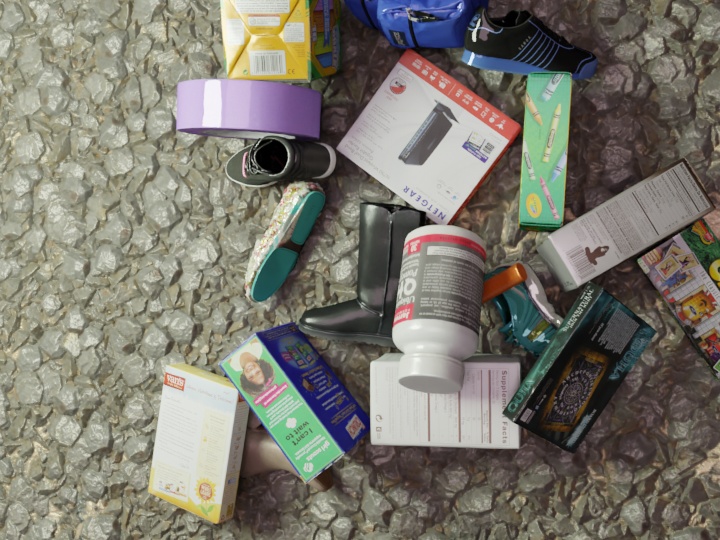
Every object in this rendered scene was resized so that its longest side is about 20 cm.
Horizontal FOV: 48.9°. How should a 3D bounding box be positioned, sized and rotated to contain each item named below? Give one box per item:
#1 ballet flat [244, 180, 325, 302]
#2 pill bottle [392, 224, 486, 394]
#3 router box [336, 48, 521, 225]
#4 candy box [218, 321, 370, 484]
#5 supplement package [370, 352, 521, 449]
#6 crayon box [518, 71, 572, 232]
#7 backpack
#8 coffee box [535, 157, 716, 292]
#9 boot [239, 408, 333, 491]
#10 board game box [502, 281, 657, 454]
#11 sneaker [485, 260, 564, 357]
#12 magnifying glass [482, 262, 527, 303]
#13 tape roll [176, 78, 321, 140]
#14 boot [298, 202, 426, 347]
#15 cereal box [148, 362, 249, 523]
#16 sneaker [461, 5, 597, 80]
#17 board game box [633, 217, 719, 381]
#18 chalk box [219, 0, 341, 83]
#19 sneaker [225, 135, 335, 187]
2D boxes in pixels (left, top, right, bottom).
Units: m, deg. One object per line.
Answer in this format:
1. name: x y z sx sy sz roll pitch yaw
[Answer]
1. ballet flat: -0.119 -0.047 1.184 0.064 0.076 0.200 33 92 41
2. pill bottle: 0.100 0.052 1.017 0.111 0.111 0.200 4 66 12
3. router box: 0.098 -0.187 1.141 0.200 0.049 0.180 37 96 10
4. candy box: -0.084 0.178 1.112 0.077 0.169 0.200 -41 82 12
5. supplement package: 0.122 0.177 1.096 0.200 0.117 0.117 -1 89 11
6. crayon box: 0.249 -0.156 1.074 0.058 0.119 0.200 4 90 12
7. backpack: 0.068 -0.397 1.084 0.200 0.163 0.168 7 77 15
8. coffee box: 0.343 -0.056 1.043 0.200 0.114 0.080 -30 84 1
9. boot: -0.152 0.276 1.183 0.146 0.070 0.200 -38 81 15
10. board game box: 0.283 0.130 1.016 0.135 0.028 0.200 32 93 -34
11. sneaker: 0.232 0.084 1.088 0.080 0.078 0.200 -25 73 -21
12. magnifying glass: 0.147 0.044 1.093 0.200 0.022 0.080 -35 69 42
13. tape roll: -0.156 -0.223 1.114 0.200 0.200 0.066 3 95 12
14. boot: 0.001 0.000 1.127 0.165 0.066 0.200 6 108 0
15. cereal box: -0.236 0.249 1.156 0.144 0.040 0.200 13 96 31
16. sneaker: 0.236 -0.306 1.065 0.200 0.070 0.078 1 120 -17
17. board game box: 0.470 0.039 1.066 0.105 0.023 0.200 -35 88 7
18. chalk box: -0.099 -0.335 1.107 0.125 0.200 0.124 4 110 13
19. sneaker: -0.143 -0.161 1.140 0.200 0.099 0.071 1 90 36
